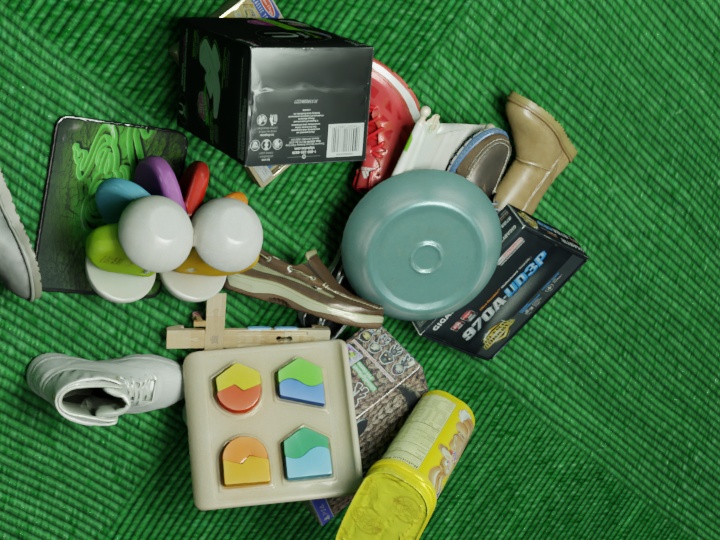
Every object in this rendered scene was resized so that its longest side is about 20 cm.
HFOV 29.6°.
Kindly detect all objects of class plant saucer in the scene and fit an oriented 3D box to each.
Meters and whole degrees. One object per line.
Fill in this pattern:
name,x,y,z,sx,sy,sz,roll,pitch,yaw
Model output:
plant saucer,0.076,-0.021,1.628,0.197,0.036,0.203,-3,116,-7

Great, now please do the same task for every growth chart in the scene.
growth chart,0.097,-0.127,1.670,0.199,0.018,0.146,-1,124,-57

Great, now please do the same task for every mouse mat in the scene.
mouse mat,-0.283,-0.068,1.541,0.159,0.008,0.203,4,103,-31

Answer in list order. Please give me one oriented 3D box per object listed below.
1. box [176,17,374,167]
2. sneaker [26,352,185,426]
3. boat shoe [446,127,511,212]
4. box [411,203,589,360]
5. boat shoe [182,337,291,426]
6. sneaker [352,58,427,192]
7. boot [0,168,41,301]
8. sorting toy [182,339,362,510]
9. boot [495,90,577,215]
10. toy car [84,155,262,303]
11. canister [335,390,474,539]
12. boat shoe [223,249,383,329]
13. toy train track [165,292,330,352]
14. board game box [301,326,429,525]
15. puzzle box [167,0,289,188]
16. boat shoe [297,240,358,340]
box,-0.096,-0.196,1.458,0.147,0.200,0.126,-5,110,-28
sneaker,-0.270,0.144,1.556,0.198,0.115,0.075,4,103,-32
boat shoe,0.136,-0.077,1.676,0.072,0.072,0.202,11,116,-37
box,0.178,0.019,1.753,0.200,0.046,0.158,-47,140,19
boat shoe,-0.123,0.145,1.673,0.198,0.060,0.075,-26,117,-20
sneaker,0.019,-0.161,1.631,0.200,0.078,0.116,45,71,-32
boot,-0.451,-0.016,1.423,0.198,0.072,0.184,-28,105,-26
sorting toy,-0.103,0.176,1.584,0.197,0.037,0.188,-6,71,-5
boot,0.189,-0.107,1.750,0.201,0.066,0.175,-55,138,-2
toy car,-0.210,-0.054,1.507,0.197,0.175,0.152,0,73,-29
canister,0.057,0.246,1.600,0.200,0.086,0.150,-49,165,-58
boat shoe,-0.063,0.012,1.618,0.199,0.075,0.076,17,90,-4
toy train track,-0.136,0.077,1.641,0.197,0.033,0.116,1,110,-13
board game box,-0.015,0.190,1.697,0.199,0.097,0.160,-38,145,-13
puzzle box,-0.117,-0.213,1.576,0.133,0.025,0.201,-41,122,-13
boat shoe,-0.002,-0.001,1.688,0.200,0.068,0.074,-51,123,-5
